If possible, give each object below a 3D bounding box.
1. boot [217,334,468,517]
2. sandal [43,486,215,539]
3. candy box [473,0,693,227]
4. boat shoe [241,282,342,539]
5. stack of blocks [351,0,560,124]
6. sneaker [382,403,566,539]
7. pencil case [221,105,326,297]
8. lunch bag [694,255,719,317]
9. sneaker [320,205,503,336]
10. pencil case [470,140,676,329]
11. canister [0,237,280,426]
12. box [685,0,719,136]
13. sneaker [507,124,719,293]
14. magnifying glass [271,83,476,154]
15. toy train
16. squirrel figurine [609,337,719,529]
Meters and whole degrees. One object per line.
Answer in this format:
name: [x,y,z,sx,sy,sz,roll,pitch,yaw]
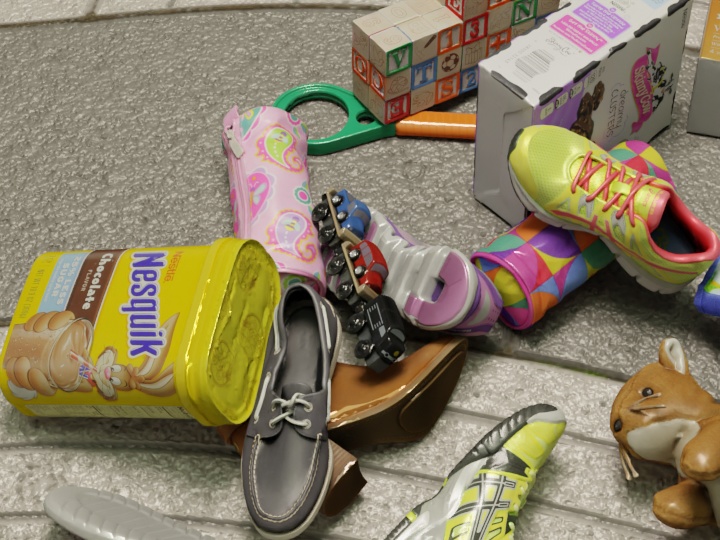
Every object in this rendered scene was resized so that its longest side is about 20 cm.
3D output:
boot: [-0.022,0.093,1.249,0.155,0.077,0.200,33,68,29]
sandal: [-0.155,0.219,1.158,0.202,0.082,0.050,20,98,15]
candy box: [0.195,-0.154,1.360,0.200,0.168,0.071,-36,58,-23]
boat shoe: [-0.056,0.102,1.164,0.072,0.063,0.201,1,59,13]
stack of blocks: [0.090,-0.229,1.442,0.199,0.116,0.059,-24,49,-22]
sneaker: [0.095,0.186,1.170,0.076,0.076,0.200,39,73,20]
pencil case: [-0.079,-0.052,1.343,0.087,0.088,0.201,-7,55,-3]
lunch bag: [0.389,-0.012,1.230,0.200,0.128,0.170,-34,21,-22]
sneaker: [0.045,0.007,1.302,0.200,0.088,0.081,27,94,47]
pencil case: [0.186,-0.033,1.324,0.200,0.089,0.088,-35,58,-25]
canister: [-0.179,0.050,1.234,0.199,0.087,0.149,-2,58,25]
box: [0.387,-0.223,1.450,0.124,0.098,0.201,11,53,11]
sneaker: [0.211,-0.059,1.243,0.199,0.090,0.078,31,73,-12]
magnifying glass: [0.013,-0.140,1.453,0.199,0.022,0.080,2,52,7]
toy train: [0.000,0.000,1.252,0.046,0.034,0.201,-36,43,17]
squirrel figurine: [0.293,0.133,1.177,0.199,0.142,0.186,-23,43,-32]
